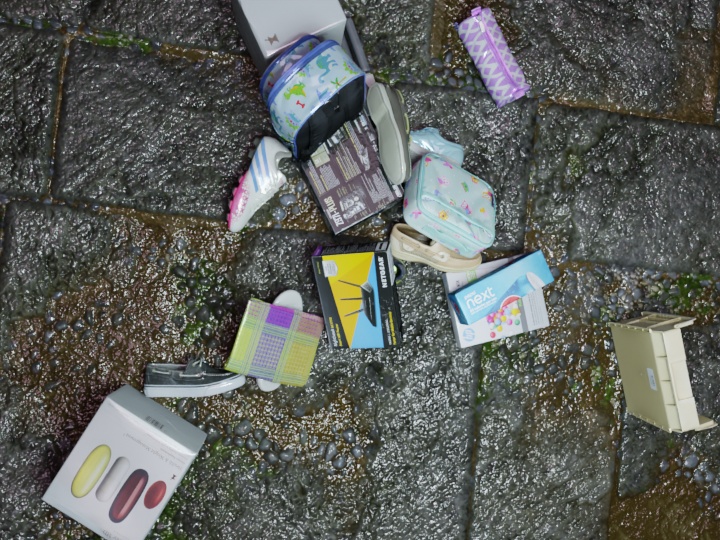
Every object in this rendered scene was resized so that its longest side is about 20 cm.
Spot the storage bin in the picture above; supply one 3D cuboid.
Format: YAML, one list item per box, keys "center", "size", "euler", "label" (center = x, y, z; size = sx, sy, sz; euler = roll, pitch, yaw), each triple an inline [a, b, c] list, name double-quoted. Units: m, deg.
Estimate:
- center: [0.602, 0.198, 1.163]
  size: [0.091, 0.199, 0.205]
  euler: [-11, 90, -3]
  label: "storage bin"

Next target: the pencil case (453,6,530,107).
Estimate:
- center: [0.275, -0.441, 1.194]
  size: [0.083, 0.085, 0.203]
  euler: [-30, 93, -5]
  label: "pencil case"

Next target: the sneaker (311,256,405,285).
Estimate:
- center: [0.000, 0.000, 1.153]
  size: [0.195, 0.081, 0.076]
  euler: [-7, 89, -7]
  label: "sneaker"

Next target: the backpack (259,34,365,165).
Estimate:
- center: [-0.086, -0.307, 1.005]
  size: [0.182, 0.200, 0.148]
  euler: [-42, 92, -5]
  label: "backpack"

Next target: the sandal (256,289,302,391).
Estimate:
- center: [-0.173, 0.134, 1.143]
  size: [0.081, 0.049, 0.208]
  euler: [14, 92, -46]
  label: "sandal"

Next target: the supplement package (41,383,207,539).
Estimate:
- center: [-0.421, 0.355, 1.063]
  size: [0.189, 0.147, 0.203]
  euler: [33, 84, -5]
  label: "supplement package"

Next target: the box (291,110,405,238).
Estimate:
- center: [-0.027, -0.194, 1.152]
  size: [0.161, 0.086, 0.203]
  euler: [-28, 92, -7]
  label: "box"

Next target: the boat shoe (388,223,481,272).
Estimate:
- center: [0.154, -0.048, 1.168]
  size: [0.195, 0.065, 0.072]
  euler: [9, 43, -5]
  label: "boat shoe"

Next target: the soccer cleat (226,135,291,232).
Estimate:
- center: [-0.197, -0.164, 1.138]
  size: [0.085, 0.070, 0.204]
  euler: [20, 86, -1]
  label: "soccer cleat"

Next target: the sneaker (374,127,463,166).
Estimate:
- center: [0.120, -0.259, 1.187]
  size: [0.196, 0.074, 0.084]
  euler: [23, 68, -8]
  label: "sneaker"

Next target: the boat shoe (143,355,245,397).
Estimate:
- center: [-0.322, 0.201, 1.115]
  size: [0.195, 0.072, 0.073]
  euler: [-4, 93, -5]
  label: "boat shoe"

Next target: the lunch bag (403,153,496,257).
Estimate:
- center: [0.179, -0.122, 1.128]
  size: [0.197, 0.077, 0.163]
  euler: [24, 54, -22]
  label: "lunch bag"

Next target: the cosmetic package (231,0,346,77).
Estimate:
- center: [-0.138, -0.469, 1.088]
  size: [0.164, 0.200, 0.170]
  euler: [-26, 93, -7]
  label: "cosmetic package"

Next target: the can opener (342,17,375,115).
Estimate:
- center: [-0.005, -0.413, 1.169]
  size: [0.052, 0.067, 0.204]
  euler: [-20, 91, -7]
  label: "can opener"

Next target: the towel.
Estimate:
- center: [-0.157, 0.141, 1.109]
  size: [0.198, 0.023, 0.147]
  euler: [20, 88, -42]
  label: "towel"

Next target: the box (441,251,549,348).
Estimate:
- center: [0.280, 0.059, 1.206]
  size: [0.195, 0.041, 0.160]
  euler: [-12, 89, -6]
  label: "box"

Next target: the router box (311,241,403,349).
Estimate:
- center: [-0.002, 0.051, 1.106]
  size: [0.145, 0.051, 0.204]
  euler: [-4, 115, 15]
  label: "router box"

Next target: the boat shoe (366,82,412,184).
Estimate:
- center: [0.067, -0.261, 1.099]
  size: [0.059, 0.072, 0.207]
  euler: [-5, 74, -32]
  label: "boat shoe"

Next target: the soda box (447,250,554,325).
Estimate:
- center: [0.278, 0.034, 1.155]
  size: [0.197, 0.064, 0.069]
  euler: [-26, 91, -6]
  label: "soda box"
